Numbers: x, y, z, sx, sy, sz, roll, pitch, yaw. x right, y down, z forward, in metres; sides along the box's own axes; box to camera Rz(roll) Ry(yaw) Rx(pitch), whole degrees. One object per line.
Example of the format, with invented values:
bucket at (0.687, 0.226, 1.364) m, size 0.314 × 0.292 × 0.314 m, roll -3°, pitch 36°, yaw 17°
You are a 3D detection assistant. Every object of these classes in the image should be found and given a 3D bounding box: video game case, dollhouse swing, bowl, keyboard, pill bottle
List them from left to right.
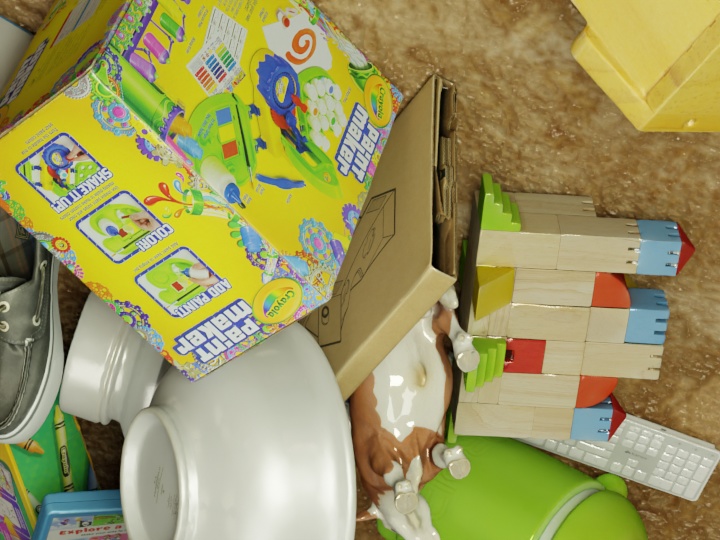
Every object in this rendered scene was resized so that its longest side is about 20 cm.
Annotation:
video game case at (-0.163, 0.209, 1.710) m, size 0.142 × 0.018 × 0.200 m, roll -1°, pitch 144°, yaw -20°
bowl at (-0.086, 0.128, 1.494) m, size 0.090 × 0.202 × 0.202 m, roll -1°, pitch 138°, yaw -27°
pill bottle at (-0.091, 0.078, 1.650) m, size 0.199 × 0.114 × 0.114 m, roll 18°, pitch 132°, yaw 1°
keyboard at (0.141, 0.106, 1.674) m, size 0.199 × 0.011 × 0.056 m, roll 20°, pitch 132°, yaw 0°
dollhouse swing at (0.207, -0.205, 1.378) m, size 0.181 × 0.176 × 0.200 m, roll -2°, pitch 145°, yaw -39°

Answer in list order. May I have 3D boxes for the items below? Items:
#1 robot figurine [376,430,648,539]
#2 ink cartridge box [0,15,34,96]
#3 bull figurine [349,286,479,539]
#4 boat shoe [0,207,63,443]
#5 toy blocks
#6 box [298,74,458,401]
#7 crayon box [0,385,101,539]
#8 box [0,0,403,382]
robot figurine at (0.105, 0.177, 1.651) m, size 0.199 × 0.175 × 0.116 m, roll 24°, pitch 123°, yaw 30°
ink cartridge box at (-0.325, -0.079, 1.567) m, size 0.147 × 0.145 × 0.200 m, roll 29°, pitch 132°, yaw -10°
bull figurine at (0.029, 0.088, 1.549) m, size 0.065 × 0.121 × 0.201 m, roll -5°, pitch 99°, yaw -17°
boat shoe at (-0.228, 0.011, 1.599) m, size 0.068 × 0.057 × 0.201 m, roll 6°, pitch 90°, yaw 22°
toy blocks at (0.132, 0.031, 1.568) m, size 0.136 × 0.100 × 0.201 m, roll 3°, pitch 121°, yaw -5°
box at (0.000, 0.000, 1.526) m, size 0.021 × 0.164 × 0.200 m, roll 23°, pitch 133°, yaw -21°
crayon box at (-0.244, 0.125, 1.738) m, size 0.119 × 0.058 × 0.201 m, roll 27°, pitch 143°, yaw 41°
box at (-0.098, -0.082, 1.460) m, size 0.122 × 0.200 × 0.193 m, roll -31°, pitch 114°, yaw 35°
